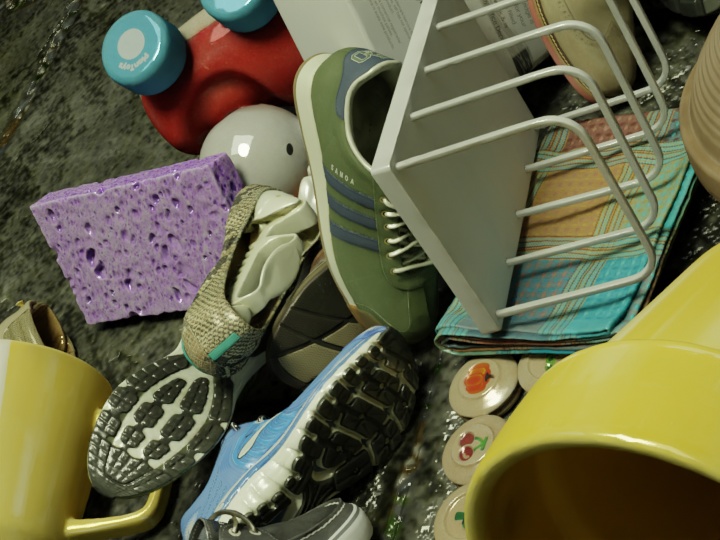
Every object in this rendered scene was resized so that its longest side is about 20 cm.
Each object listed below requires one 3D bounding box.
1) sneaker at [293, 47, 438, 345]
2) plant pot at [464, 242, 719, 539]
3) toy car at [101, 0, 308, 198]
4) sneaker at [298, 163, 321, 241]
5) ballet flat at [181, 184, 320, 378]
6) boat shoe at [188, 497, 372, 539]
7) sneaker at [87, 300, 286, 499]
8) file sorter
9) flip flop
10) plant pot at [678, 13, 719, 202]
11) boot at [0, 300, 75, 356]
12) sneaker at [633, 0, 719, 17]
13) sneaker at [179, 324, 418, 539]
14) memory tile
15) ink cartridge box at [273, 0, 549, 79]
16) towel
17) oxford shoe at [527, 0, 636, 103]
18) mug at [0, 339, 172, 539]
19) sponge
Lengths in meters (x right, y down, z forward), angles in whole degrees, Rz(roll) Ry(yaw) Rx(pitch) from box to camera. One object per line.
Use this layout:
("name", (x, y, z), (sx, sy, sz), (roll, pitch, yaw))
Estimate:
("sneaker", (0.018, -0.046, 0.959), (0.067, 0.201, 0.090), (-21, 9, -30))
("plant pot", (0.178, 0.086, 0.698), (0.200, 0.201, 0.189), (-2, 37, 42))
("toy car", (-0.070, -0.111, 1.168), (0.177, 0.184, 0.200), (-30, 67, 16))
("sneaker", (0.029, -0.101, 1.126), (0.083, 0.081, 0.200), (10, 67, 28))
("ballet flat", (-0.063, -0.007, 1.025), (0.075, 0.068, 0.200), (-37, 20, 33))
("boat shoe", (-0.083, 0.176, 0.876), (0.200, 0.066, 0.070), (-28, 6, -26))
("sneaker", (-0.116, 0.094, 1.032), (0.077, 0.089, 0.200), (32, 49, 10))
("file sorter", (0.110, -0.090, 0.922), (0.124, 0.139, 0.200), (-16, 37, 28))
("flip flop", (0.000, 0.000, 1.038), (0.058, 0.081, 0.200), (-17, 40, 58))
("plant pot", (0.274, -0.127, 0.871), (0.200, 0.093, 0.201), (-18, 43, 18))
("boot", (-0.317, 0.076, 1.249), (0.155, 0.073, 0.200), (-41, 38, 4))
("sneaker", (0.212, -0.221, 1.077), (0.079, 0.076, 0.200), (-33, 31, -25))
("sneaker", (-0.047, 0.109, 0.963), (0.200, 0.079, 0.089), (-48, 39, -6))
("memory tile", (0.109, 0.113, 0.867), (0.153, 0.017, 0.200), (-18, 43, 29))
("ink cartridge box", (0.055, -0.190, 1.053), (0.200, 0.145, 0.084), (-40, 25, -29))
("towel", (0.140, -0.028, 0.959), (0.146, 0.022, 0.200), (-3, 47, 43))
("oxford shoe", (0.155, -0.213, 1.017), (0.070, 0.200, 0.075), (-17, 3, -32))
("mug", (-0.244, 0.144, 1.062), (0.186, 0.149, 0.153), (-25, 47, 33))
("sponge", (-0.160, -0.021, 1.169), (0.200, 0.112, 0.030), (-9, 22, 38))
